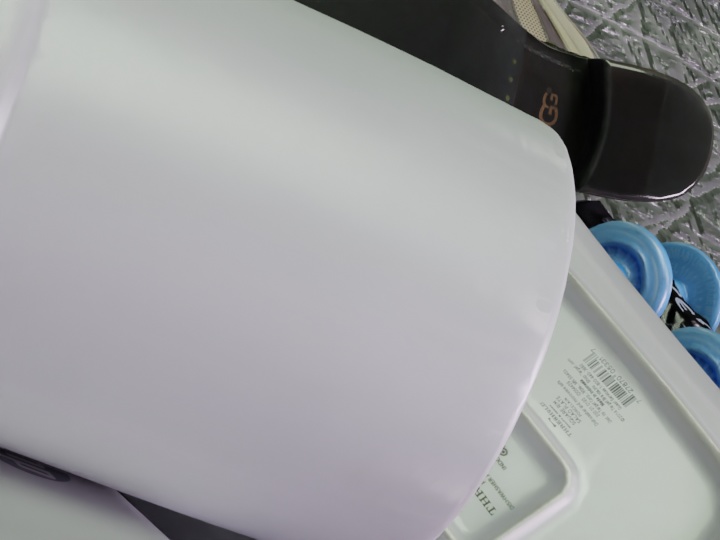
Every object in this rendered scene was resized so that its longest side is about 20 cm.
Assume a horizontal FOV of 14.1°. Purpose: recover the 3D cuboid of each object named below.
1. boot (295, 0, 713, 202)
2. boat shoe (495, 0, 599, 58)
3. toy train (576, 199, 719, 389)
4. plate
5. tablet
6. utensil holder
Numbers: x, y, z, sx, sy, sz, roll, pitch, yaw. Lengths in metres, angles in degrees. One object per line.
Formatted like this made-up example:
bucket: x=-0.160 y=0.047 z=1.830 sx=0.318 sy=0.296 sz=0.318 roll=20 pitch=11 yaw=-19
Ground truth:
boot: x=0.032 y=-0.069 z=1.162 sx=0.199 sy=0.069 sz=0.174 roll=21 pitch=-4 yaw=-19
boat shoe: x=0.039 y=-0.128 z=1.309 sx=0.073 sy=0.075 sz=0.200 roll=-6 pitch=54 yaw=-49
toy train: x=0.111 y=0.070 z=1.109 sx=0.200 sy=0.114 sz=0.087 roll=55 pitch=18 yaw=23
plate: x=0.040 y=0.073 z=1.004 sx=0.200 sy=0.032 sz=0.200 roll=-33 pitch=70 yaw=-19
tablet: x=-0.122 y=0.059 z=0.885 sx=0.130 sy=0.014 sz=0.200 roll=19 pitch=8 yaw=-31
utensil holder: x=-0.058 y=-0.011 z=0.899 sx=0.199 sy=0.170 sz=0.170 roll=23 pitch=36 yaw=-20
